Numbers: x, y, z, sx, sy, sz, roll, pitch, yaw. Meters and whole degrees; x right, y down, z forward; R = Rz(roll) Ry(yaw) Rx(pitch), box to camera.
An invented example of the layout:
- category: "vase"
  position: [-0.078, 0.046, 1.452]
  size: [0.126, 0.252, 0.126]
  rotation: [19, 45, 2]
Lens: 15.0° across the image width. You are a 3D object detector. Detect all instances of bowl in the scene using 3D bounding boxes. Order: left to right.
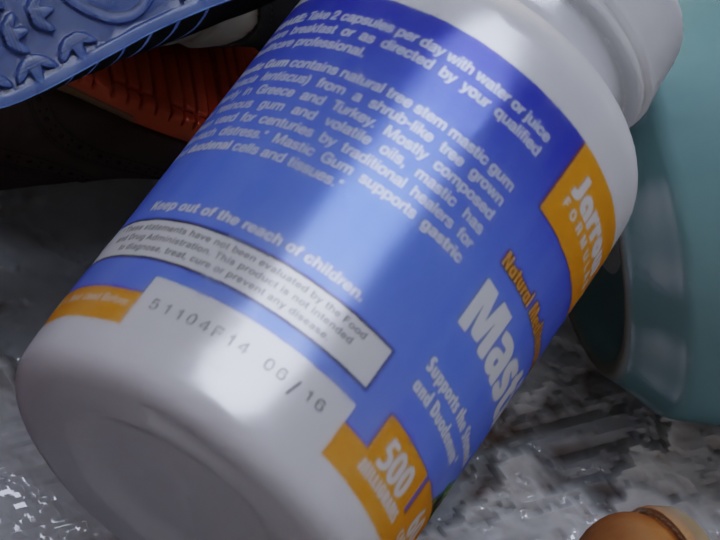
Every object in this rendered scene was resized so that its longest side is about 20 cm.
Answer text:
- category: "bowl"
  position: [0.117, -0.030, 0.873]
  size: [0.105, 0.201, 0.201]
  rotation: [-12, 47, -7]

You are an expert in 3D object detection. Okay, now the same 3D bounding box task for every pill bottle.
- category: "pill bottle"
  position: [0.006, -0.012, 0.743]
  size: [0.112, 0.112, 0.200]
  rotation: [31, 63, 11]

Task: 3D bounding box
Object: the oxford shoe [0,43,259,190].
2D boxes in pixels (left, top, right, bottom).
- category: "oxford shoe"
  position: [-0.107, -0.057, 0.872]
  size: [0.200, 0.073, 0.071]
  rotation: [17, 36, -22]

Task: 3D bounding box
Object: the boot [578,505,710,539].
- category: "boot"
  position: [0.021, 0.125, 0.725]
  size: [0.154, 0.074, 0.200]
  rotation: [12, 38, -7]

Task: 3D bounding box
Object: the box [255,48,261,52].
- category: "box"
  position: [-0.048, -0.095, 0.936]
  size: [0.200, 0.075, 0.050]
  rotation: [14, 38, -8]

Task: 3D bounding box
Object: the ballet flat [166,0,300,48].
- category: "ballet flat"
  position: [-0.085, -0.109, 0.840]
  size: [0.200, 0.073, 0.073]
  rotation: [32, 38, -12]

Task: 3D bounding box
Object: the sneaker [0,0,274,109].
- category: "sneaker"
  position: [-0.090, -0.080, 0.752]
  size: [0.200, 0.078, 0.070]
  rotation: [-17, 91, -24]
